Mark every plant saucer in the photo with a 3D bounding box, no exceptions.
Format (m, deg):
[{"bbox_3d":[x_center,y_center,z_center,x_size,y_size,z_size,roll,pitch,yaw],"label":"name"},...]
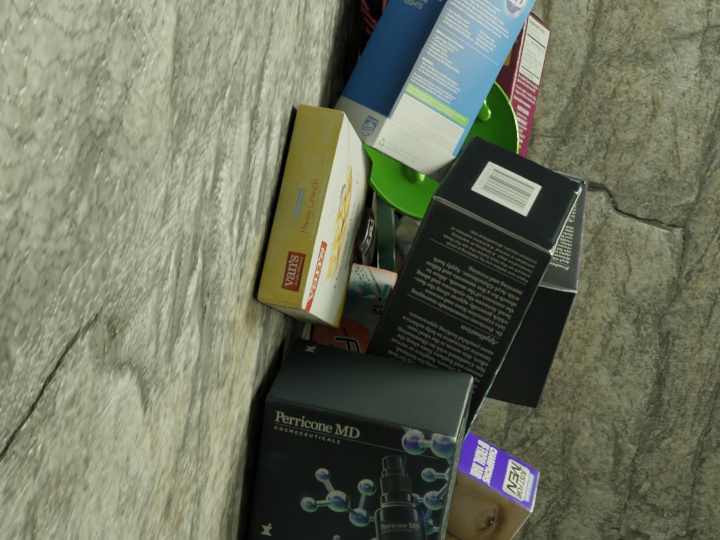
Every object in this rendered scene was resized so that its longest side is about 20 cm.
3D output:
[{"bbox_3d":[0.026,-0.028,1.558,0.200,0.019,0.070,-92,178,-62],"label":"plant saucer"}]

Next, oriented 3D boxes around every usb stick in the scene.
[{"bbox_3d":[0.000,0.000,1.516,0.200,0.032,0.056,86,13,-66],"label":"usb stick"}]

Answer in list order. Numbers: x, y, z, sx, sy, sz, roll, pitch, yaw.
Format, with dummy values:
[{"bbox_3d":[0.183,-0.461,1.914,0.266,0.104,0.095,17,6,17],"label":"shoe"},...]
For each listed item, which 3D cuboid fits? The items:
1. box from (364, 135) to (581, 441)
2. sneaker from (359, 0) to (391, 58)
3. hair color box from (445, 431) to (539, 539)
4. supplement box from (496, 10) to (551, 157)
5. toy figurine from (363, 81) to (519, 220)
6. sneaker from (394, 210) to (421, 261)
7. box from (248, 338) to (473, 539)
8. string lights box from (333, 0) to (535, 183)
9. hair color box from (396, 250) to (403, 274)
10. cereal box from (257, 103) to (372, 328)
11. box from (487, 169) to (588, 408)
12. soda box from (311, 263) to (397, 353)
[{"bbox_3d":[0.088,0.016,1.311,0.201,0.107,0.149,-67,174,29],"label":"box"},{"bbox_3d":[0.024,-0.214,1.295,0.095,0.079,0.201,-23,126,-55],"label":"sneaker"},{"bbox_3d":[0.040,0.177,1.347,0.110,0.199,0.065,-59,-176,30],"label":"hair color box"},{"bbox_3d":[0.113,-0.180,1.679,0.103,0.130,0.201,11,90,-70],"label":"supplement box"},{"bbox_3d":[0.056,-0.143,1.513,0.184,0.149,0.201,-179,-104,-84],"label":"toy figurine"},{"bbox_3d":[0.072,-0.034,1.562,0.200,0.072,0.073,-64,137,-74],"label":"sneaker"},{"bbox_3d":[-0.003,0.177,1.251,0.107,0.148,0.201,-64,164,-65],"label":"box"},{"bbox_3d":[0.066,-0.182,1.264,0.103,0.059,0.201,24,94,-50],"label":"string lights box"},{"bbox_3d":[0.071,0.026,1.692,0.109,0.065,0.200,-37,-156,31],"label":"hair color box"},{"bbox_3d":[-0.030,-0.035,1.194,0.200,0.039,0.145,41,61,-82],"label":"cereal box"},{"bbox_3d":[0.147,0.008,1.522,0.200,0.104,0.149,-74,178,-52],"label":"box"},{"bbox_3d":[-0.014,0.096,1.443,0.068,0.063,0.201,-64,163,-65],"label":"soda box"}]
